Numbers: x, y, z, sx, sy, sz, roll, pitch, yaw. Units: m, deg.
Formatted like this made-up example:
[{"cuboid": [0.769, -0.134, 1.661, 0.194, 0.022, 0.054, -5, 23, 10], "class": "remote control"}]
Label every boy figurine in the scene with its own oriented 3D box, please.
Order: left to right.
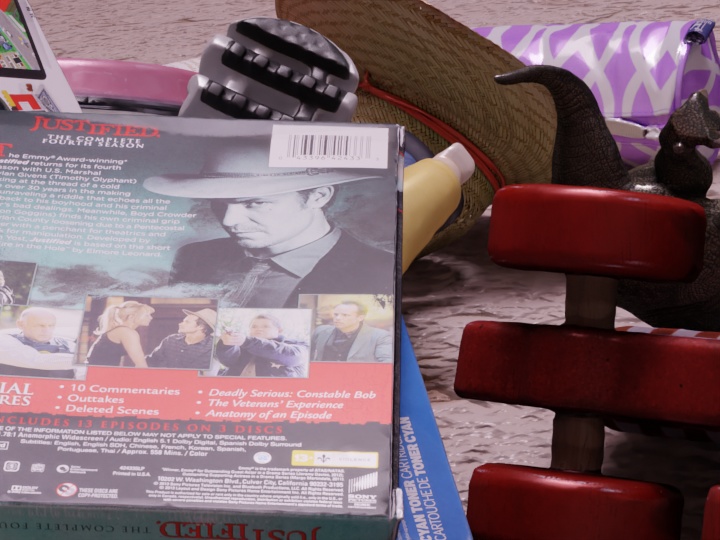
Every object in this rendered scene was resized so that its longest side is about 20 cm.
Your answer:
[{"cuboid": [0.000, 0.000, 0.915, 0.124, 0.064, 0.200, -45, 11, 18], "class": "boy figurine"}]

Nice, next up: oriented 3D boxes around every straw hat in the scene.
[{"cuboid": [0.019, -0.046, 1.059, 0.201, 0.201, 0.085, 15, 66, 54], "class": "straw hat"}]

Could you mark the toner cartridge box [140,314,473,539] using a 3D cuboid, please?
[{"cuboid": [-0.030, 0.042, 0.719, 0.095, 0.043, 0.200, -6, 37, -9], "class": "toner cartridge box"}]

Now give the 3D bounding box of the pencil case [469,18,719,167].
[{"cuboid": [0.095, -0.086, 1.205, 0.200, 0.084, 0.086, 0, 40, 28], "class": "pencil case"}]

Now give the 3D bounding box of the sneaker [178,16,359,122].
[{"cuboid": [-0.066, -0.002, 0.854, 0.075, 0.081, 0.200, 31, 59, 8], "class": "sneaker"}]

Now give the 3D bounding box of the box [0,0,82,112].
[{"cuboid": [-0.147, -0.033, 0.892, 0.110, 0.200, 0.035, -6, -28, -47], "class": "box"}]

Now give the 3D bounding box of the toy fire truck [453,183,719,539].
[{"cuboid": [0.134, 0.037, 0.714, 0.200, 0.112, 0.168, 2, -3, 38], "class": "toy fire truck"}]

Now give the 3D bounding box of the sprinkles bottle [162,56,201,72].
[{"cuboid": [-0.068, -0.095, 1.319, 0.200, 0.068, 0.068, -16, 18, -28], "class": "sprinkles bottle"}]

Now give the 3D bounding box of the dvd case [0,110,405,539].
[{"cuboid": [-0.059, 0.013, 0.703, 0.146, 0.022, 0.200, 2, 37, 0], "class": "dvd case"}]

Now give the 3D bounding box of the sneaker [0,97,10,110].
[{"cuboid": [-0.164, -0.014, 0.758, 0.076, 0.114, 0.200, 5, 48, 14], "class": "sneaker"}]

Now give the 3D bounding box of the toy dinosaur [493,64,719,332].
[{"cuboid": [0.121, -0.007, 0.807, 0.200, 0.077, 0.102, 17, -40, -29], "class": "toy dinosaur"}]

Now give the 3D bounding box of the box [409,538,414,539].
[{"cuboid": [0.054, 0.123, 0.522, 0.200, 0.048, 0.158, 4, 18, 33], "class": "box"}]

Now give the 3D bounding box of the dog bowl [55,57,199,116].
[{"cuboid": [-0.139, -0.048, 1.046, 0.200, 0.074, 0.200, 1, -5, 0], "class": "dog bowl"}]
